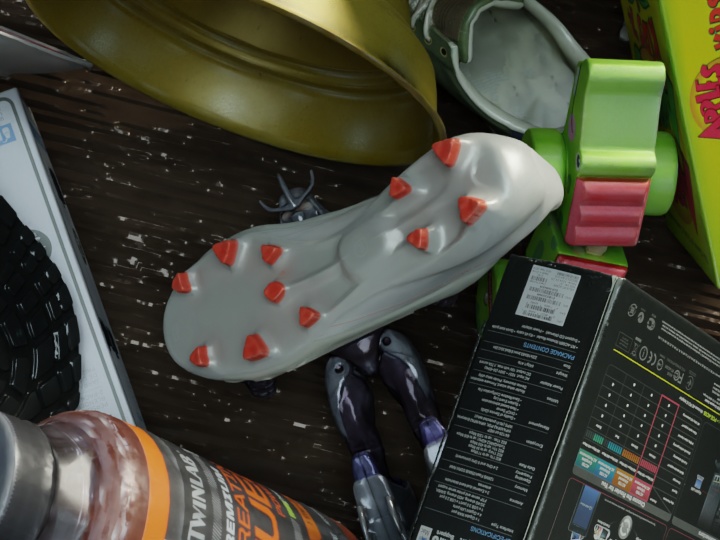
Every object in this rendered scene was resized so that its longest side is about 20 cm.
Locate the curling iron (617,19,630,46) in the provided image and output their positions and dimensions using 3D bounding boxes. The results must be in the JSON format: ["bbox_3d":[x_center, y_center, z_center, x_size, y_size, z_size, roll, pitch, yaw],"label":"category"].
[{"bbox_3d":[0.216,-0.074,1.007,0.199,0.026,0.050,30,71,0],"label":"curling iron"}]

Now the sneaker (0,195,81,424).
[{"bbox_3d":[-0.197,-0.004,0.901,0.076,0.087,0.201,-42,109,-48],"label":"sneaker"}]

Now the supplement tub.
[{"bbox_3d":[-0.092,0.125,0.868,0.200,0.107,0.107,30,80,-40],"label":"supplement tub"}]

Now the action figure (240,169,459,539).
[{"bbox_3d":[0.004,0.043,0.960,0.130,0.069,0.201,-26,80,12],"label":"action figure"}]

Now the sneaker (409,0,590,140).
[{"bbox_3d":[0.046,-0.123,0.971,0.200,0.090,0.067,42,83,1],"label":"sneaker"}]

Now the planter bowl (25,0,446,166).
[{"bbox_3d":[-0.043,-0.126,0.914,0.199,0.200,0.084,20,77,-1],"label":"planter bowl"}]

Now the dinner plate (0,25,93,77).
[{"bbox_3d":[-0.214,-0.119,0.902,0.199,0.200,0.024,20,94,-1],"label":"dinner plate"}]

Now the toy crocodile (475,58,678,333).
[{"bbox_3d":[0.100,-0.009,0.937,0.067,0.062,0.201,5,127,-12],"label":"toy crocodile"}]

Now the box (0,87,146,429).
[{"bbox_3d":[-0.176,0.031,0.955,0.116,0.060,0.201,-19,85,-5],"label":"box"}]

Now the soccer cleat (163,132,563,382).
[{"bbox_3d":[0.000,0.000,0.906,0.199,0.077,0.070,-26,70,29],"label":"soccer cleat"}]

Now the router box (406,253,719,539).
[{"bbox_3d":[0.114,0.097,0.905,0.062,0.200,0.151,13,79,40],"label":"router box"}]

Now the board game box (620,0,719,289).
[{"bbox_3d":[0.153,-0.104,0.933,0.047,0.102,0.201,-15,108,-1],"label":"board game box"}]
